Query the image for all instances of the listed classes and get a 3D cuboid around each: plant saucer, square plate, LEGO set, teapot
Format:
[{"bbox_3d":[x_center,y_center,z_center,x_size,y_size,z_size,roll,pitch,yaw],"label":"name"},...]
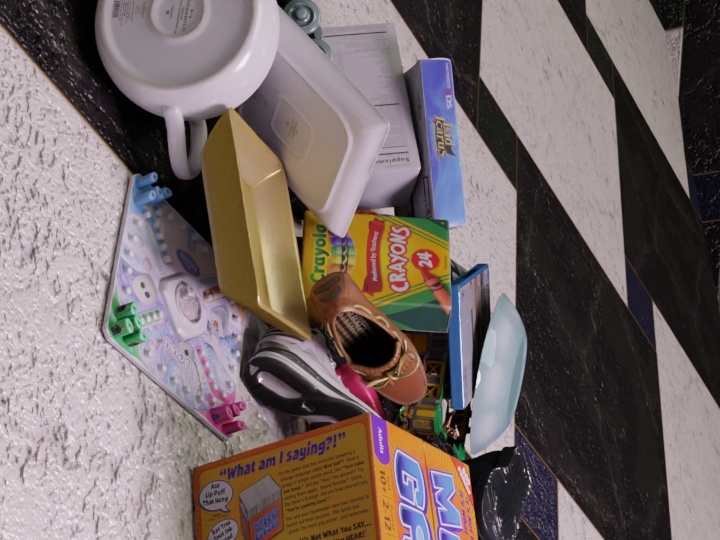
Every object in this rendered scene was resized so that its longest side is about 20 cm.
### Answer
[{"bbox_3d":[0.175,0.131,1.757,0.201,0.038,0.204,10,90,-76],"label":"plant saucer"},{"bbox_3d":[-0.065,-0.154,1.513,0.028,0.201,0.198,-32,70,-33],"label":"square plate"},{"bbox_3d":[0.060,0.156,1.714,0.200,0.114,0.156,47,49,-65],"label":"LEGO set"},{"bbox_3d":[-0.109,-0.037,1.435,0.200,0.048,0.202,47,32,-73],"label":"plant saucer"},{"bbox_3d":[-0.165,-0.228,1.435,0.198,0.200,0.146,50,-3,16],"label":"teapot"}]

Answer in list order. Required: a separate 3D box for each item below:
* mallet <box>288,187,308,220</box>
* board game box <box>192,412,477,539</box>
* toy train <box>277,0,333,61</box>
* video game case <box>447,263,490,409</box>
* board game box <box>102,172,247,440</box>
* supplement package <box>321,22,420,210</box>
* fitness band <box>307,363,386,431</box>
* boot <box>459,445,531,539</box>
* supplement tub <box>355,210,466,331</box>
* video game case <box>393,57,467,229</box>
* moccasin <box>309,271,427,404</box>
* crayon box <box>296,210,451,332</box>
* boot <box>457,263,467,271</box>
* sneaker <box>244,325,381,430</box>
[{"bbox_3d":[-0.073,-0.146,1.716,0.066,0.041,0.202,41,34,-45],"label":"mallet"},{"bbox_3d":[-0.016,0.276,1.326,0.199,0.198,0.202,33,44,-52],"label":"board game box"},{"bbox_3d":[-0.084,-0.225,1.651,0.085,0.113,0.202,86,-12,-76],"label":"toy train"},{"bbox_3d":[0.132,0.075,1.713,0.200,0.018,0.145,-26,114,-73],"label":"video game case"},{"bbox_3d":[-0.168,0.033,1.397,0.200,0.026,0.202,48,33,-41],"label":"board game box"},{"bbox_3d":[-0.002,-0.186,1.751,0.110,0.112,0.202,108,-25,-67],"label":"supplement package"},{"bbox_3d":[-0.007,0.205,1.598,0.143,0.037,0.202,28,49,-60],"label":"fitness band"},{"bbox_3d":[0.084,0.249,1.512,0.200,0.166,0.077,-37,111,-69],"label":"boot"},{"bbox_3d":[0.044,0.009,1.738,0.200,0.121,0.124,36,41,-52],"label":"supplement tub"},{"bbox_3d":[0.078,-0.145,1.769,0.181,0.045,0.203,167,-81,-76],"label":"video game case"},{"bbox_3d":[0.017,0.084,1.513,0.202,0.073,0.078,60,4,-43],"label":"moccasin"},{"bbox_3d":[0.000,0.000,1.577,0.051,0.197,0.128,97,-5,-51],"label":"crayon box"},{"bbox_3d":[0.133,0.056,1.915,0.201,0.072,0.154,60,16,24],"label":"boot"},{"bbox_3d":[-0.025,0.124,1.516,0.200,0.076,0.116,39,33,-13],"label":"sneaker"}]
